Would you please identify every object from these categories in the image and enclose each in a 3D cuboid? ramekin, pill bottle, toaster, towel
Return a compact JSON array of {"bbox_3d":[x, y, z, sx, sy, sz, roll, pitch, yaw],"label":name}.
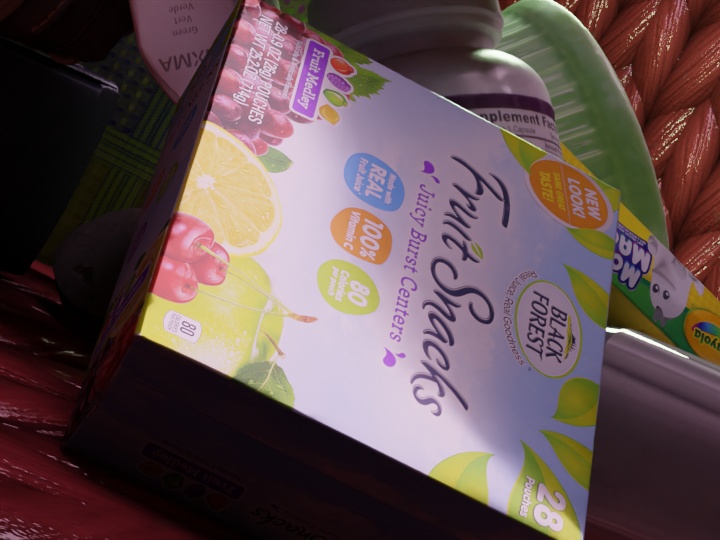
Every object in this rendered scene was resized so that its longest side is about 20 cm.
[{"bbox_3d":[0.078,-0.038,1.404,0.098,0.200,0.200,-18,18,-14],"label":"ramekin"},{"bbox_3d":[0.034,-0.025,1.112,0.112,0.200,0.112,-10,-13,-2],"label":"pill bottle"},{"bbox_3d":[0.144,0.099,1.043,0.129,0.114,0.200,20,-11,27],"label":"toaster"},{"bbox_3d":[-0.122,-0.081,1.281,0.143,0.200,0.023,27,23,-8],"label":"towel"}]

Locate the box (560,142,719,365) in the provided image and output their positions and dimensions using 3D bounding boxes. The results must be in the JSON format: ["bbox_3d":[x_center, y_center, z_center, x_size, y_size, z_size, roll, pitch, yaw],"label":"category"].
[{"bbox_3d":[0.084,0.000,1.258,0.200,0.048,0.117,44,-38,-22],"label":"box"}]

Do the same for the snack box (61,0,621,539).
[{"bbox_3d":[0.001,0.013,0.930,0.168,0.068,0.200,27,40,-11],"label":"snack box"}]

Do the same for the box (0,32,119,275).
[{"bbox_3d":[-0.237,-0.093,1.199,0.200,0.104,0.148,30,3,23],"label":"box"}]

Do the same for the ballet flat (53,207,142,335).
[{"bbox_3d":[-0.077,0.025,1.159,0.200,0.067,0.046,33,-25,51],"label":"ballet flat"}]

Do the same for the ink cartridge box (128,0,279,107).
[{"bbox_3d":[-0.052,-0.050,1.097,0.050,0.200,0.161,-10,-12,6],"label":"ink cartridge box"}]

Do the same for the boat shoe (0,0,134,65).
[{"bbox_3d":[-0.129,-0.123,1.142,0.073,0.075,0.200,42,10,-12],"label":"boat shoe"}]
